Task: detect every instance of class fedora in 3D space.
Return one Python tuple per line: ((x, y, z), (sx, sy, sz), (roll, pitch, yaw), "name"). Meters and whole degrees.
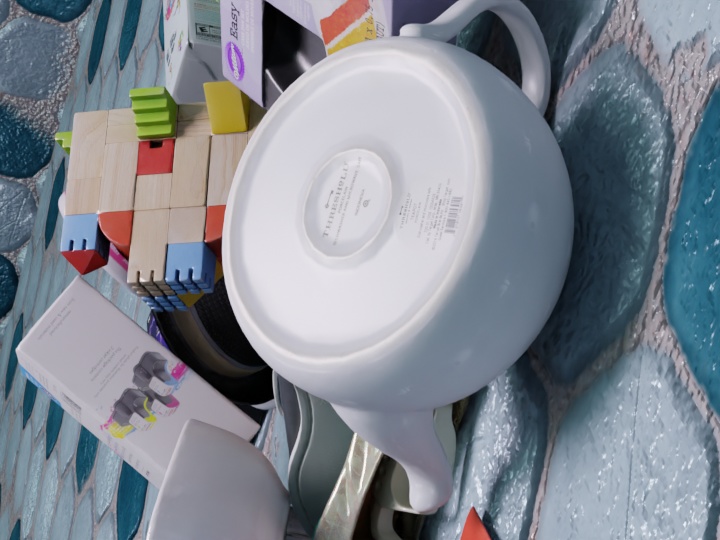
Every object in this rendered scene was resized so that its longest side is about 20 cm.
((-0.068, -0.009, 1.187), (0.091, 0.200, 0.202), (-20, 55, 35), "fedora")

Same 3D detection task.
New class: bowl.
((-0.088, 0.205, 0.972), (0.200, 0.074, 0.202), (-82, 2, -78), "bowl")

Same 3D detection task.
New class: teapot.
((0.036, -0.017, 0.848), (0.200, 0.146, 0.198), (-42, 54, 21), "teapot")

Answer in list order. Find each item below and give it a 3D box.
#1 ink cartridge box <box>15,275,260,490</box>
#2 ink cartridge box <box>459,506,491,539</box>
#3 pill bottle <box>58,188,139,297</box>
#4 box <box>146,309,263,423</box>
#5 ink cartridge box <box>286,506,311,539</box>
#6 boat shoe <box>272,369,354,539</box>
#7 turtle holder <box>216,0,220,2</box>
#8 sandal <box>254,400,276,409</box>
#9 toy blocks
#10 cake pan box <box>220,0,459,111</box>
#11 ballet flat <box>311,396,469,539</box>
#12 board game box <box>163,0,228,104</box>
((-0.137, 0.101, 1.133), (0.068, 0.200, 0.115), (-50, 0, -14), "ink cartridge box")
((0.024, 0.232, 0.860), (0.109, 0.050, 0.202), (-120, 43, -65), "ink cartridge box")
((-0.139, -0.083, 1.352), (0.200, 0.113, 0.113), (-43, 24, 4), "pill bottle")
((-0.128, 0.062, 1.413), (0.201, 0.078, 0.142), (-102, 26, -52), "box")
((-0.064, 0.274, 1.120), (0.176, 0.044, 0.202), (-158, 80, -73), "ink cartridge box")
((-0.014, 0.076, 0.988), (0.060, 0.075, 0.202), (-104, 11, -60), "boat shoe")
((-0.024, -0.266, 1.198), (0.141, 0.130, 0.187), (-116, 42, -64), "turtle holder")
((-0.099, 0.006, 1.289), (0.079, 0.059, 0.208), (-22, 91, 33), "sandal")
((-0.117, -0.038, 1.097), (0.100, 0.198, 0.138), (58, -148, -64), "toy blocks")
((-0.017, -0.162, 0.951), (0.184, 0.052, 0.202), (43, 142, 42), "cake pan box")
((0.013, 0.140, 0.939), (0.062, 0.067, 0.202), (27, 108, 49), "ballet flat")
((-0.076, -0.193, 1.290), (0.201, 0.146, 0.065), (-99, 25, -50), "board game box")
